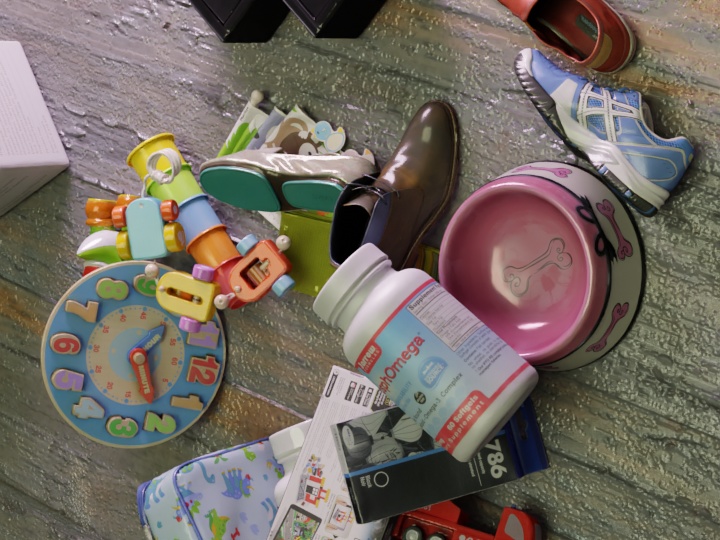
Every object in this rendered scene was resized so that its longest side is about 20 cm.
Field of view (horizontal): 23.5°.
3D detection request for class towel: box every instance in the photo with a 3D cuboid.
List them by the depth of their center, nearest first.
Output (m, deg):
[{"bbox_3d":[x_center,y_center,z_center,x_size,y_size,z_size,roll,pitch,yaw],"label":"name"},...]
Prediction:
[{"bbox_3d":[0.000,0.000,1.746,0.199,0.018,0.087,17,106,26],"label":"towel"}]

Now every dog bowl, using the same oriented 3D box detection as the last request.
[{"bbox_3d":[0.160,-0.001,1.617,0.199,0.074,0.202,4,97,34],"label":"dog bowl"}]

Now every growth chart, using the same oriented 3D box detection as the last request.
[{"bbox_3d":[-0.066,-0.097,1.793,0.200,0.018,0.145,38,115,23],"label":"growth chart"}]

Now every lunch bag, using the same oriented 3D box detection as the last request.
[{"bbox_3d":[-0.126,0.265,1.763,0.082,0.200,0.162,-32,78,33],"label":"lunch bag"}]

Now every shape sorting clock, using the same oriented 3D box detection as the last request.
[{"bbox_3d":[-0.239,0.090,1.842,0.039,0.199,0.202,-163,72,-67],"label":"shape sorting clock"}]

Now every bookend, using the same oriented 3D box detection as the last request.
[{"bbox_3d":[-0.077,-0.288,1.734,0.199,0.092,0.200,51,120,18],"label":"bookend"}]

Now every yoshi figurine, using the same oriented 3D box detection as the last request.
[{"bbox_3d":[-0.253,0.023,1.904,0.111,0.112,0.202,4,84,-3],"label":"yoshi figurine"}]

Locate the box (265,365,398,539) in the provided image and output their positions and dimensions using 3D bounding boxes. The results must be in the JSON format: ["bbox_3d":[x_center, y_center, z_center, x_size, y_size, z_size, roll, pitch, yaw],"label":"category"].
[{"bbox_3d":[-0.010,0.204,1.669,0.109,0.035,0.201,18,79,17],"label":"box"}]

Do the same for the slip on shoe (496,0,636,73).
[{"bbox_3d":[0.166,-0.252,1.592,0.200,0.061,0.074,45,119,23],"label":"slip on shoe"}]

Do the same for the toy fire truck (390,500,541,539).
[{"bbox_3d":[0.089,0.209,1.689,0.199,0.049,0.142,15,78,17],"label":"toy fire truck"}]

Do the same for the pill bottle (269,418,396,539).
[{"bbox_3d":[-0.021,0.248,1.744,0.111,0.111,0.201,-25,82,33],"label":"pill bottle"}]

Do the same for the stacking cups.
[{"bbox_3d":[-0.178,-0.048,1.853,0.060,0.060,0.201,-38,77,31],"label":"stacking cups"}]

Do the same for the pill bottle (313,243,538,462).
[{"bbox_3d":[0.056,0.071,1.577,0.200,0.109,0.109,41,116,10],"label":"pill bottle"}]

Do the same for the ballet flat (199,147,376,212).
[{"bbox_3d":[-0.071,-0.094,1.755,0.199,0.062,0.068,10,137,31],"label":"ballet flat"}]

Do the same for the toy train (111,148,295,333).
[{"bbox_3d":[-0.160,-0.025,1.790,0.200,0.056,0.150,45,104,10],"label":"toy train"}]

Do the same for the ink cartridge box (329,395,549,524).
[{"bbox_3d":[0.079,0.165,1.633,0.039,0.199,0.100,142,112,-77],"label":"ink cartridge box"}]

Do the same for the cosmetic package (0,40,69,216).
[{"bbox_3d":[-0.472,-0.150,1.952,0.167,0.200,0.167,-29,79,32],"label":"cosmetic package"}]

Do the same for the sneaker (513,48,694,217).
[{"bbox_3d":[0.219,-0.137,1.574,0.077,0.076,0.200,-45,69,5],"label":"sneaker"}]

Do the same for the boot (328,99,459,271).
[{"bbox_3d":[0.033,-0.075,1.664,0.074,0.097,0.201,20,92,28],"label":"boot"}]
